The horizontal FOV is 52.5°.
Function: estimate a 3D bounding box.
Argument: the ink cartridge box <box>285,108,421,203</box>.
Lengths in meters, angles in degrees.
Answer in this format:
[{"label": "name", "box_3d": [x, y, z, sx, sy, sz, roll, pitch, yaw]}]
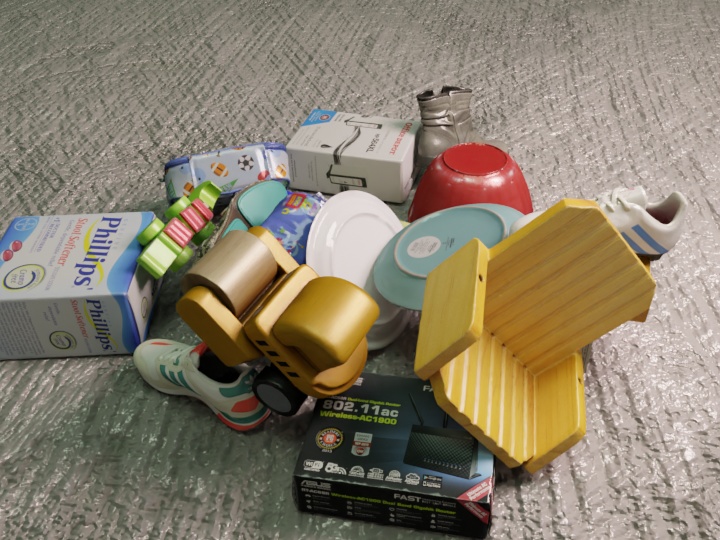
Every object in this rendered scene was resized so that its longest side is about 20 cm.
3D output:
[{"label": "ink cartridge box", "box_3d": [-0.006, -0.196, 1.228, 0.199, 0.085, 0.146, 9, 39, 14]}]

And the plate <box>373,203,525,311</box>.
[{"label": "plate", "box_3d": [0.107, -0.027, 0.856, 0.199, 0.026, 0.201, -15, 36, 11]}]

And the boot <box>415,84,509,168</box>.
[{"label": "boot", "box_3d": [0.177, -0.241, 1.215, 0.199, 0.131, 0.068, -10, 23, -32]}]

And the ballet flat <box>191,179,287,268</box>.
[{"label": "ballet flat", "box_3d": [-0.166, -0.055, 0.961, 0.075, 0.068, 0.200, -20, 26, 32]}]

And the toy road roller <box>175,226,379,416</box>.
[{"label": "toy road roller", "box_3d": [-0.073, 0.042, 0.751, 0.146, 0.200, 0.123, -28, 19, 49]}]

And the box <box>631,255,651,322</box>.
[{"label": "box", "box_3d": [0.232, -0.005, 0.854, 0.199, 0.042, 0.119, 7, 39, 15]}]

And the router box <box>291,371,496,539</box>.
[{"label": "router box", "box_3d": [0.043, 0.185, 0.764, 0.199, 0.062, 0.150, 5, 38, 9]}]

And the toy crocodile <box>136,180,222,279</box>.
[{"label": "toy crocodile", "box_3d": [-0.237, -0.056, 0.971, 0.062, 0.068, 0.200, -36, 15, 29]}]

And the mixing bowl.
[{"label": "mixing bowl", "box_3d": [0.172, -0.124, 1.112, 0.199, 0.109, 0.201, -1, 39, 1]}]

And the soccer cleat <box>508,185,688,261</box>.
[{"label": "soccer cleat", "box_3d": [0.262, -0.059, 0.802, 0.199, 0.087, 0.070, -1, 42, -12]}]

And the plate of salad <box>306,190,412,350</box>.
[{"label": "plate of salad", "box_3d": [0.000, 0.000, 0.918, 0.048, 0.201, 0.200, -12, 25, 44]}]

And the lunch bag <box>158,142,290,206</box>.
[{"label": "lunch bag", "box_3d": [-0.211, -0.141, 1.134, 0.199, 0.076, 0.160, -10, -1, -12]}]

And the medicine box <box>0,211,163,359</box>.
[{"label": "medicine box", "box_3d": [-0.376, 0.015, 0.966, 0.199, 0.103, 0.183, -3, 38, 0]}]

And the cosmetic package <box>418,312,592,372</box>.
[{"label": "cosmetic package", "box_3d": [0.172, 0.063, 0.882, 0.199, 0.104, 0.087, -1, 37, -1]}]

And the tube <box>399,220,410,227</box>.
[{"label": "tube", "box_3d": [-0.011, -0.070, 1.106, 0.199, 0.052, 0.058, 19, 1, 29]}]

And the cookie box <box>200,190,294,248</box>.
[{"label": "cookie box", "box_3d": [-0.088, -0.023, 1.019, 0.199, 0.075, 0.171, 22, 47, 27]}]

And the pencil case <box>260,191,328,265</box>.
[{"label": "pencil case", "box_3d": [-0.102, -0.008, 0.893, 0.087, 0.078, 0.200, 20, 55, 15]}]

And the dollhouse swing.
[{"label": "dollhouse swing", "box_3d": [0.189, 0.065, 0.716, 0.175, 0.200, 0.182, -26, 34, 33]}]

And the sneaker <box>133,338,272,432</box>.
[{"label": "sneaker", "box_3d": [-0.188, 0.107, 0.848, 0.199, 0.094, 0.070, 22, 44, 27]}]
